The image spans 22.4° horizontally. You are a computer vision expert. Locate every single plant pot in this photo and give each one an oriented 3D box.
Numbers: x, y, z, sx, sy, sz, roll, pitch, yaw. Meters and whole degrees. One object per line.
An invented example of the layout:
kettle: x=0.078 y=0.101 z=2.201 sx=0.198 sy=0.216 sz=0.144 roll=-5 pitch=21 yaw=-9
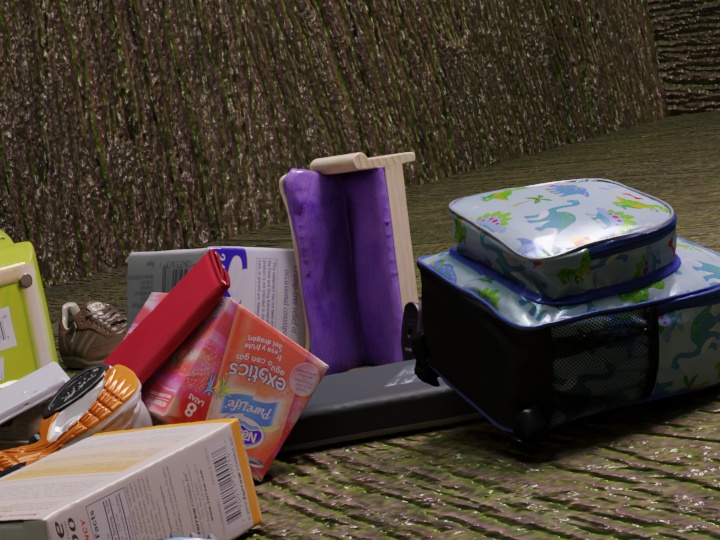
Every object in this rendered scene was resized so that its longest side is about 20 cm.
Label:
plant pot: x=-0.441 y=0.066 z=1.968 sx=0.198 sy=0.201 sz=0.181 roll=-16 pitch=13 yaw=-33

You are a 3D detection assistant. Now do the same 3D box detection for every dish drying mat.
dish drying mat: x=-0.167 y=0.071 z=1.325 sx=0.200 sy=0.018 sz=0.077 roll=-46 pitch=21 yaw=7

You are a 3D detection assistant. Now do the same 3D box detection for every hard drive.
hard drive: x=0.033 y=0.096 z=1.410 sx=0.198 sy=0.033 sz=0.139 roll=-11 pitch=7 yaw=18

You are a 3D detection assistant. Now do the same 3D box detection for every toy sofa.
toy sofa: x=0.000 y=0.000 z=1.573 sx=0.097 sy=0.203 sz=0.083 roll=-9 pitch=4 yaw=-30

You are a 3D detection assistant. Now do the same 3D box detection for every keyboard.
keyboard: x=-0.330 y=0.130 z=1.484 sx=0.199 sy=0.011 sz=0.056 roll=-28 pitch=20 yaw=-16

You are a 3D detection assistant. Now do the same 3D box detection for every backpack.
backpack: x=0.157 y=0.019 z=1.257 sx=0.198 sy=0.149 sz=0.183 roll=-7 pitch=19 yaw=-24

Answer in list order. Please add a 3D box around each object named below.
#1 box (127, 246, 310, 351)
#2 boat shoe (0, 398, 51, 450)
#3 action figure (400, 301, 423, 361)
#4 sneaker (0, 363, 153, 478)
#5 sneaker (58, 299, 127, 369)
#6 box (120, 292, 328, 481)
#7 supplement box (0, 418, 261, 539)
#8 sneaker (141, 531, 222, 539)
box: x=-0.092 y=0.035 z=1.673 sx=0.198 sy=0.106 sz=0.183 roll=2 pitch=-1 yaw=-29
boat shoe: x=-0.261 y=0.136 z=1.509 sx=0.198 sy=0.069 sz=0.075 roll=-11 pitch=7 yaw=16
action figure: x=0.130 y=0.043 z=1.532 sx=0.198 sy=0.070 sz=0.130 roll=1 pitch=-10 yaw=-36
sneaker: x=-0.216 y=0.160 z=1.246 sx=0.199 sy=0.093 sz=0.076 roll=-38 pitch=38 yaw=-18
sneaker: x=-0.306 y=0.073 z=2.130 sx=0.070 sy=0.076 sz=0.199 roll=-17 pitch=7 yaw=-36
box: x=-0.120 y=0.085 z=1.377 sx=0.103 sy=0.094 sz=0.200 roll=-59 pitch=20 yaw=-11
supplement box: x=-0.168 y=0.156 z=1.106 sx=0.125 sy=0.074 sz=0.199 roll=-8 pitch=8 yaw=33
sneaker: x=-0.129 y=0.182 z=0.894 sx=0.198 sy=0.073 sz=0.072 roll=-10 pitch=38 yaw=-33
